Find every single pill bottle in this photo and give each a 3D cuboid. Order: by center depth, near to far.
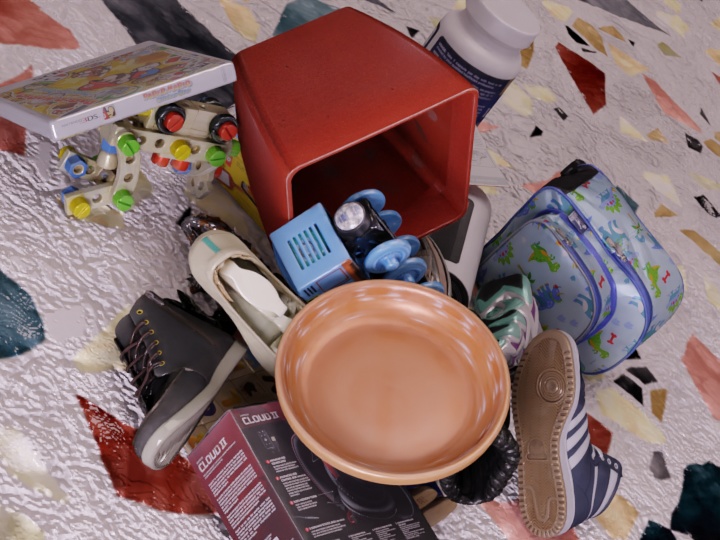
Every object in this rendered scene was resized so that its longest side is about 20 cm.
[{"bbox_3d":[0.124,-0.245,1.963,0.116,0.200,0.116,25,34,-19],"label":"pill bottle"}]

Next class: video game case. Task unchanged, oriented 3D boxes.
[{"bbox_3d":[-0.238,-0.172,1.508,0.182,0.023,0.200,-22,23,-24],"label":"video game case"}]

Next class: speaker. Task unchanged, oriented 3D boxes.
[{"bbox_3d":[0.093,-0.021,1.762,0.081,0.081,0.200,33,32,-8],"label":"speaker"}]

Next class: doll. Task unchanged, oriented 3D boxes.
[{"bbox_3d":[0.019,0.140,1.499,0.136,0.048,0.200,36,20,-51],"label":"doll"}]

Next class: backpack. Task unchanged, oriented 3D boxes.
[{"bbox_3d":[0.236,0.013,1.771,0.200,0.183,0.147,48,46,5],"label":"backpack"}]

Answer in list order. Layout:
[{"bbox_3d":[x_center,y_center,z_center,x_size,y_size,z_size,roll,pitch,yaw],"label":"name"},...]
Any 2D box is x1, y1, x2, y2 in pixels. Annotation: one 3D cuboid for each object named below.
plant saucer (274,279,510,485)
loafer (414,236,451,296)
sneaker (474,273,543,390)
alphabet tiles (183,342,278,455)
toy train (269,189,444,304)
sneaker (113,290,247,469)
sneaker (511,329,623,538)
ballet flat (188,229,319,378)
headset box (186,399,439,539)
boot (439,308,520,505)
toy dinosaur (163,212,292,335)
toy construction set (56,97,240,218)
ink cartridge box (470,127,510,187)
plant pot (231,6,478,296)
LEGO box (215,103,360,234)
[{"bbox_3d":[0.026,0.097,1.359,0.200,0.037,0.200,4,53,-6],"label":"plant saucer"},{"bbox_3d":[0.049,0.036,1.605,0.063,0.072,0.200,45,36,-51],"label":"loafer"},{"bbox_3d":[0.159,0.101,1.652,0.140,0.078,0.200,66,27,-16],"label":"sneaker"},{"bbox_3d":[-0.089,0.137,1.447,0.166,0.006,0.200,50,34,18],"label":"alphabet tiles"},{"bbox_3d":[0.000,0.000,1.497,0.087,0.114,0.200,63,7,28],"label":"toy train"},{"bbox_3d":[-0.175,0.091,1.356,0.106,0.075,0.200,33,22,-1],"label":"sneaker"},{"bbox_3d":[0.206,0.156,1.583,0.108,0.070,0.200,-1,93,-50],"label":"sneaker"},{"bbox_3d":[-0.074,0.043,1.407,0.200,0.069,0.070,46,25,-29],"label":"ballet flat"},{"bbox_3d":[-0.040,0.190,1.352,0.149,0.075,0.200,-6,56,-49],"label":"headset box"},{"bbox_3d":[0.105,0.153,1.483,0.211,0.079,0.158,67,8,-51],"label":"boot"},{"bbox_3d":[-0.102,0.020,1.512,0.200,0.102,0.136,28,10,22],"label":"toy dinosaur"},{"bbox_3d":[-0.191,-0.110,1.554,0.092,0.131,0.200,39,25,29],"label":"toy construction set"},{"bbox_3d":[0.052,-0.135,1.838,0.200,0.044,0.174,2,38,-22],"label":"ink cartridge box"},{"bbox_3d":[-0.022,-0.131,1.544,0.200,0.200,0.176,-25,59,-17],"label":"plant pot"},{"bbox_3d":[-0.046,-0.101,1.673,0.149,0.077,0.200,-36,74,-27],"label":"LEGO box"}]
